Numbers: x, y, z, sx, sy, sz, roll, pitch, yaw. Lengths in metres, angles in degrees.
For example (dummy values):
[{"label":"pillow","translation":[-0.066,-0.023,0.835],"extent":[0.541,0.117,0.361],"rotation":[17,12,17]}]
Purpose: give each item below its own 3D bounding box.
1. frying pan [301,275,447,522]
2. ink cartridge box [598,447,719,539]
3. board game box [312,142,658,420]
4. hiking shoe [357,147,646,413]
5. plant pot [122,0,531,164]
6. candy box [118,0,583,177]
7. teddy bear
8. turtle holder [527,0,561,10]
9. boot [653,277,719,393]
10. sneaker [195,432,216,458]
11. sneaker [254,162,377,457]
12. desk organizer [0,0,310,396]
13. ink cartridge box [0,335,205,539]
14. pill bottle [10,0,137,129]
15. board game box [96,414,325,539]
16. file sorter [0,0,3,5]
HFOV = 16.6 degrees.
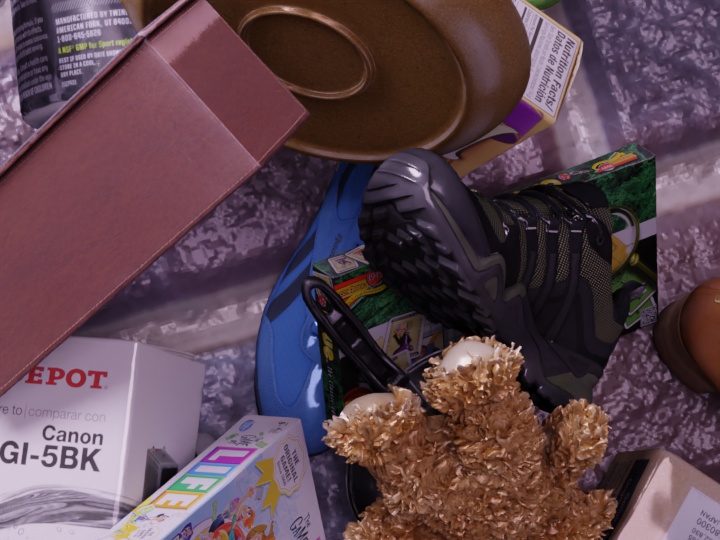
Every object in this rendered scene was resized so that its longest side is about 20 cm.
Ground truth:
[{"label":"frying pan","translation":[0.038,0.063,1.254],"extent":[0.115,0.031,0.190],"rotation":[-28,128,-23]},{"label":"ink cartridge box","translation":[0.189,0.213,1.302],"extent":[0.200,0.075,0.165],"rotation":[32,77,-9]},{"label":"board game box","translation":[0.069,0.012,1.278],"extent":[0.200,0.023,0.105],"rotation":[-21,122,-24]},{"label":"hiking shoe","translation":[0.071,-0.013,1.203],"extent":[0.101,0.076,0.200],"rotation":[-58,139,-17]},{"label":"plant pot","translation":[-0.022,-0.107,1.125],"extent":[0.200,0.200,0.028],"rotation":[26,60,-9]},{"label":"candy box","translation":[-0.008,-0.121,1.175],"extent":[0.200,0.117,0.057],"rotation":[34,58,-19]},{"label":"teddy bear","translation":[0.058,0.104,1.199],"extent":[0.145,0.200,0.067],"rotation":[-21,51,-9]},{"label":"turtle holder","translation":[0.067,-0.226,1.303],"extent":[0.185,0.141,0.132],"rotation":[29,56,31]},{"label":"boot","translation":[0.255,0.070,1.290],"extent":[0.200,0.155,0.077],"rotation":[43,76,-7]},{"label":"sneaker","translation":[-0.116,0.175,1.234],"extent":[0.082,0.077,0.201],"rotation":[13,80,-5]},{"label":"sneaker","translation":[0.000,0.000,1.279],"extent":[0.066,0.078,0.201],"rotation":[24,80,-12]},{"label":"desk organizer","translation":[-0.122,-0.031,1.114],"extent":[0.200,0.072,0.077],"rotation":[-39,96,30]},{"label":"ink cartridge box","translation":[-0.165,0.130,1.189],"extent":[0.146,0.083,0.201],"rotation":[2,81,20]},{"label":"pill bottle","translation":[-0.128,-0.175,1.251],"extent":[0.106,0.106,0.201],"rotation":[-4,85,-14]},{"label":"board game box","translation":[-0.057,0.189,1.190],"extent":[0.134,0.034,0.201],"rotation":[-40,124,-52]},{"label":"file sorter","translation":[-0.261,-0.080,1.155],"extent":[0.124,0.139,0.200],"rotation":[25,102,-4]}]
